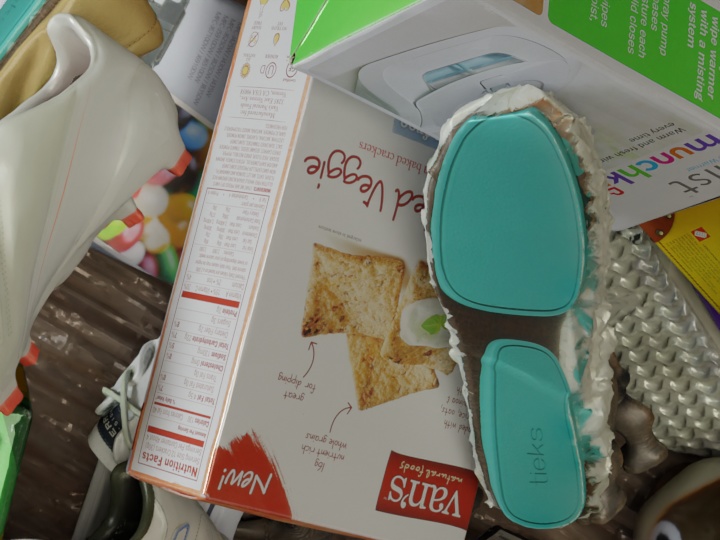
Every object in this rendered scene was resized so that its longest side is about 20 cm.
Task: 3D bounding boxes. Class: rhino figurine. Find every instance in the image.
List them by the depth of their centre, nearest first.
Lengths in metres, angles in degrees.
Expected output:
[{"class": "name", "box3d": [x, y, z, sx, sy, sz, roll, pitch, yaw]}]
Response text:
[{"class": "rhino figurine", "box3d": [0.029, 0.079, 1.004, 0.198, 0.060, 0.088, -17, 116, 9]}]

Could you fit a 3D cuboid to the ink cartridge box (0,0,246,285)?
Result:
[{"class": "ink cartridge box", "box3d": [-0.075, -0.058, 0.979, 0.199, 0.042, 0.120, 25, 94, -15]}]

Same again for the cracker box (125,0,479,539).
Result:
[{"class": "cracker box", "box3d": [0.000, 0.000, 0.896, 0.133, 0.057, 0.202, 17, 86, -39]}]

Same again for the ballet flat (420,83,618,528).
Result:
[{"class": "ballet flat", "box3d": [0.063, 0.006, 0.859, 0.071, 0.072, 0.201, -12, 127, -9]}]

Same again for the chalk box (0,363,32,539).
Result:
[{"class": "chalk box", "box3d": [-0.216, 0.125, 0.936, 0.124, 0.124, 0.202, 12, 96, -12]}]

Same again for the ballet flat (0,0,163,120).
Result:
[{"class": "ballet flat", "box3d": [-0.155, -0.043, 0.917, 0.200, 0.069, 0.063, -46, 117, 2]}]

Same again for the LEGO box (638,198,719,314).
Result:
[{"class": "LEGO box", "box3d": [0.216, -0.021, 0.975, 0.200, 0.077, 0.149, 45, 46, -19]}]

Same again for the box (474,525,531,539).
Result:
[{"class": "box", "box3d": [0.016, 0.213, 0.934, 0.036, 0.143, 0.202, 23, 102, 15]}]

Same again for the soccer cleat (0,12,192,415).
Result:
[{"class": "soccer cleat", "box3d": [-0.141, -0.007, 0.852, 0.078, 0.069, 0.201, 48, 60, -24]}]

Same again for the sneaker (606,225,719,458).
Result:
[{"class": "sneaker", "box3d": [0.140, -0.010, 1.012, 0.100, 0.069, 0.201, -53, 128, -35]}]

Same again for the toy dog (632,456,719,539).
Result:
[{"class": "toy dog", "box3d": [0.197, 0.172, 1.018, 0.194, 0.140, 0.200, -44, 103, -3]}]

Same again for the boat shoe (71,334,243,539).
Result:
[{"class": "boat shoe", "box3d": [-0.079, 0.072, 0.955, 0.066, 0.074, 0.202, 4, 116, -24]}]

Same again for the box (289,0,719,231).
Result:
[{"class": "box", "box3d": [0.075, -0.142, 0.867, 0.176, 0.096, 0.202, 24, 61, -34]}]

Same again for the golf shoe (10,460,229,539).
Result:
[{"class": "golf shoe", "box3d": [-0.127, 0.153, 0.883, 0.200, 0.078, 0.098, -44, 117, -38]}]
